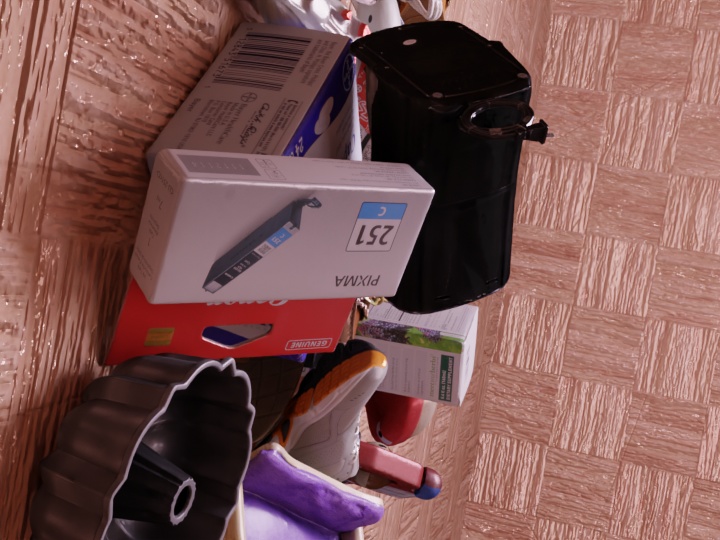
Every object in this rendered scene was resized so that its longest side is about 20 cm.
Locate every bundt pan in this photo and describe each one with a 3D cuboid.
[{"bbox_3d":[-0.152,0.145,0.705,0.202,0.075,0.203,17,90,-72],"label":"bundt pan"}]

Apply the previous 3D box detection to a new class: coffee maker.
[{"bbox_3d":[0.062,-0.068,0.816,0.192,0.134,0.201,-97,-175,-54],"label":"coffee maker"}]

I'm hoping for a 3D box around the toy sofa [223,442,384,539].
[{"bbox_3d":[-0.060,0.233,0.919,0.200,0.097,0.083,39,34,-45],"label":"toy sofa"}]

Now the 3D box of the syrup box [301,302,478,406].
[{"bbox_3d":[0.017,0.072,1.075,0.081,0.199,0.079,-57,153,-59],"label":"syrup box"}]

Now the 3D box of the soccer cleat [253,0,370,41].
[{"bbox_3d":[-0.067,-0.235,0.839,0.069,0.077,0.200,-61,140,-16],"label":"soccer cleat"}]

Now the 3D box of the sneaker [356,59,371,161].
[{"bbox_3d":[0.012,-0.162,1.085,0.067,0.107,0.202,27,73,-75],"label":"sneaker"}]

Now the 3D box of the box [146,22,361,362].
[{"bbox_3d":[-0.072,-0.064,0.838,0.201,0.104,0.184,86,21,-44],"label":"box"}]

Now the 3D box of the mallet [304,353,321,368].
[{"bbox_3d":[-0.096,0.142,1.039,0.201,0.066,0.041,-68,167,12],"label":"mallet"}]

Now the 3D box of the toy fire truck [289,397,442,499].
[{"bbox_3d":[-0.003,0.204,1.098,0.200,0.167,0.113,134,-28,-70],"label":"toy fire truck"}]

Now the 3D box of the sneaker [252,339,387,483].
[{"bbox_3d":[-0.024,0.143,0.946,0.200,0.092,0.076,-47,-163,34],"label":"sneaker"}]

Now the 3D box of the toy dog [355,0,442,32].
[{"bbox_3d":[-0.022,-0.282,0.892,0.201,0.096,0.132,68,-19,-10],"label":"toy dog"}]

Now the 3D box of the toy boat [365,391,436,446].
[{"bbox_3d":[-0.001,0.107,1.178,0.201,0.130,0.131,64,-29,16],"label":"toy boat"}]

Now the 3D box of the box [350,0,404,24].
[{"bbox_3d":[0.051,-0.209,1.103,0.137,0.040,0.200,66,8,25],"label":"box"}]

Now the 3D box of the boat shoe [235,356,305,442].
[{"bbox_3d":[-0.078,0.065,0.964,0.068,0.072,0.201,67,39,-77],"label":"boat shoe"}]

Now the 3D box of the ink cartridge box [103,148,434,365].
[{"bbox_3d":[-0.063,0.005,0.723,0.199,0.045,0.177,-1,125,-35],"label":"ink cartridge box"}]

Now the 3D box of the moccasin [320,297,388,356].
[{"bbox_3d":[0.000,0.001,1.003,0.074,0.077,0.202,119,-20,-64],"label":"moccasin"}]

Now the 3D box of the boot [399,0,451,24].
[{"bbox_3d":[0.088,-0.334,1.338,0.155,0.073,0.201,-49,149,-70],"label":"boot"}]
